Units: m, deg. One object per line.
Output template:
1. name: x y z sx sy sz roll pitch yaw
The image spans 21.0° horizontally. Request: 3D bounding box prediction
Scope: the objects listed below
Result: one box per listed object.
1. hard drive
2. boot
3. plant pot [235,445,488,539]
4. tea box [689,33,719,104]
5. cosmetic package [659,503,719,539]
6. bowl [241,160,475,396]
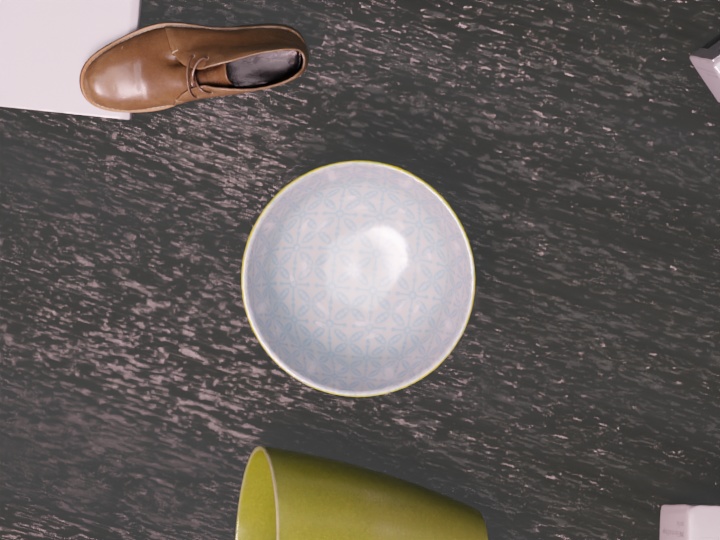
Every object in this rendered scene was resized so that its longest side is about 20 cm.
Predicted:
1. hard drive: -0.256 -0.238 1.690 0.131 0.025 0.201 6 99 0
2. boot: -0.142 -0.174 1.660 0.199 0.075 0.074 -9 106 -3
3. plant pot: 0.004 0.250 1.697 0.199 0.187 0.188 3 99 -14
4. tea box: 0.418 -0.157 1.632 0.200 0.134 0.197 -36 97 6
5. cosmetic package: 0.345 0.303 1.667 0.164 0.165 0.201 1 83 1
6. bowl: 0.000 0.000 1.679 0.199 0.108 0.201 0 99 2
